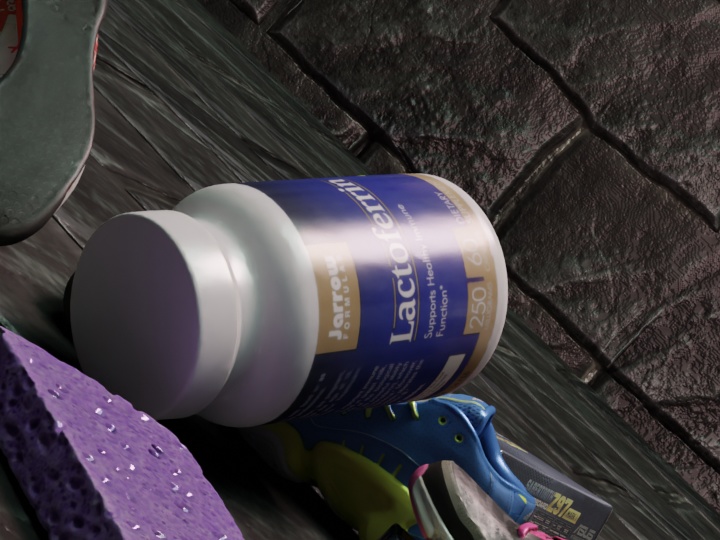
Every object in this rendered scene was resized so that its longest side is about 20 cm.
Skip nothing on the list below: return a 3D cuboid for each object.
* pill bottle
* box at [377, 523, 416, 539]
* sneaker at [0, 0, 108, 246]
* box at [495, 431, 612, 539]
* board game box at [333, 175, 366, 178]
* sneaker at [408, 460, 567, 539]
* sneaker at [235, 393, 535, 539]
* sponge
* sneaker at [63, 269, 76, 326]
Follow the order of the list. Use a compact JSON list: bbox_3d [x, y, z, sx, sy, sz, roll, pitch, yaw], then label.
[{"bbox_3d":[-0.033,0.014,1.025,0.199,0.116,0.116,-6,43,-45],"label":"pill bottle"},{"bbox_3d":[0.077,0.213,1.004,0.200,0.038,0.137,43,6,-4],"label":"box"},{"bbox_3d":[-0.181,-0.067,1.111,0.067,0.108,0.202,19,48,-14],"label":"sneaker"},{"bbox_3d":[0.052,0.112,1.316,0.157,0.051,0.200,31,0,31],"label":"box"},{"bbox_3d":[0.000,0.000,1.236,0.102,0.048,0.200,58,-4,-5],"label":"board game box"},{"bbox_3d":[0.111,0.153,1.033,0.200,0.087,0.074,44,5,15],"label":"sneaker"},{"bbox_3d":[0.011,0.085,1.136,0.200,0.105,0.076,44,6,7],"label":"sneaker"},{"bbox_3d":[-0.076,0.105,0.805,0.111,0.030,0.200,38,7,-40],"label":"sponge"},{"bbox_3d":[-0.103,0.016,1.119,0.200,0.080,0.074,-15,85,-66],"label":"sneaker"}]
